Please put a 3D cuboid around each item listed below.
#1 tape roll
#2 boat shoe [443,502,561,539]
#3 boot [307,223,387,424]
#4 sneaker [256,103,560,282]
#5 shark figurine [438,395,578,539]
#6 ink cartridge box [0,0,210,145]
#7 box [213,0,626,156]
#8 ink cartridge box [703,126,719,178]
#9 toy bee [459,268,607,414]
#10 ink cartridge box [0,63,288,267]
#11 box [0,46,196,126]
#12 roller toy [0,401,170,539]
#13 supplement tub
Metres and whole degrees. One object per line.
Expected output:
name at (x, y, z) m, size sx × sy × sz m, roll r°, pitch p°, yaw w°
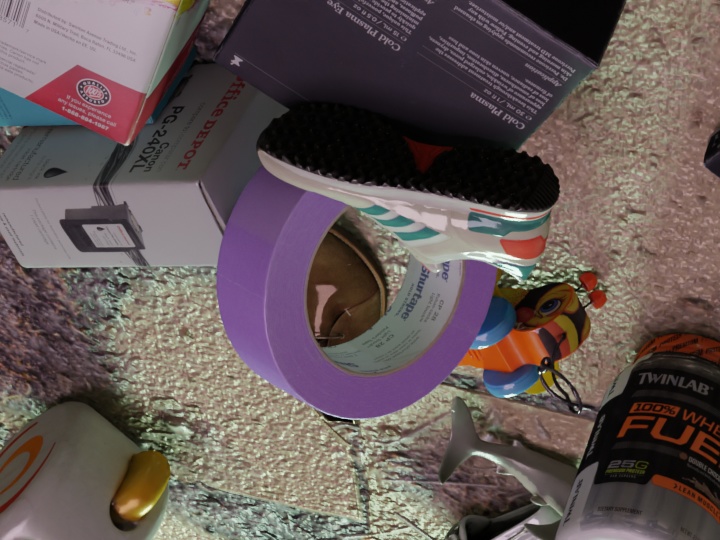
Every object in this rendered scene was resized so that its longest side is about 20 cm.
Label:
tape roll at (0.000, 0.000, 1.288) m, size 0.066 × 0.200 × 0.200 m, roll 26°, pitch 153°, yaw 51°
boat shoe at (0.108, 0.247, 1.641) m, size 0.200 × 0.074 × 0.067 m, roll -25°, pitch 105°, yaw 33°
boot at (-0.020, 0.043, 1.464) m, size 0.074 × 0.076 × 0.200 m, roll 5°, pitch 136°, yaw 26°
sneaker at (0.027, -0.040, 1.181) m, size 0.199 × 0.070 × 0.093 m, roll 13°, pitch 134°, yaw 11°
shark figurine at (0.171, 0.172, 1.525) m, size 0.214 × 0.128 × 0.090 m, roll 38°, pitch 117°, yaw 12°
ink cartridge box at (-0.160, -0.216, 1.161) m, size 0.145 × 0.145 × 0.200 m, roll 26°, pitch 128°, yaw -2°
box at (0.038, -0.164, 1.174) m, size 0.200 × 0.104 × 0.182 m, roll 33°, pitch 140°, yaw -8°
ink cartridge box at (0.355, -0.067, 1.163) m, size 0.200 × 0.043 × 0.198 m, roll 34°, pitch 140°, yaw -12°
toy bee at (0.130, 0.046, 1.380) m, size 0.200 × 0.109 × 0.131 m, roll 32°, pitch 153°, yaw 36°
ink cartridge box at (-0.153, -0.078, 1.341) m, size 0.200 × 0.145 × 0.083 m, roll -1°, pitch 132°, yaw 29°
box at (-0.228, -0.149, 1.352) m, size 0.200 × 0.082 × 0.049 m, roll 2°, pitch 135°, yaw 27°
roller toy at (-0.275, 0.228, 1.725) m, size 0.140 × 0.200 × 0.182 m, roll 43°, pitch 173°, yaw -21°
supplement tub at (0.224, 0.150, 1.351) m, size 0.122 × 0.200 × 0.123 m, roll 15°, pitch 140°, yaw 13°
